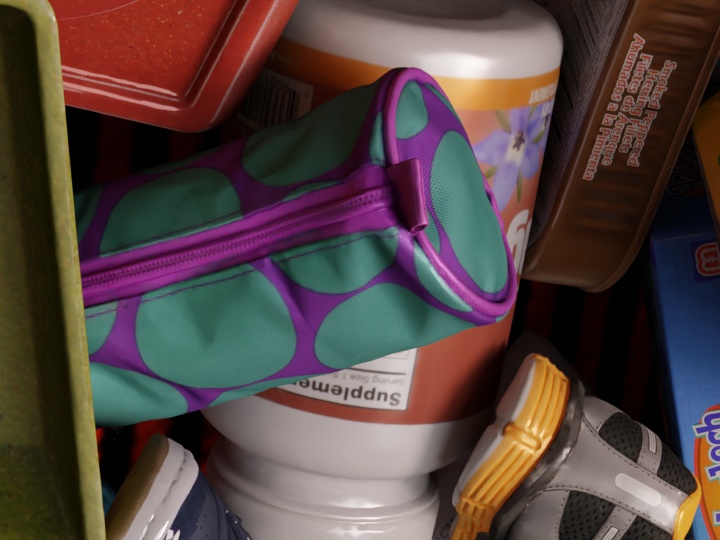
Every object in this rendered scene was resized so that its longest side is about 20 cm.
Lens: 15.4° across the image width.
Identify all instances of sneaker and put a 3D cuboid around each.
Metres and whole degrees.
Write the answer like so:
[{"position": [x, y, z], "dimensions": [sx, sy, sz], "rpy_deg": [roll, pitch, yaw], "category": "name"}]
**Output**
[{"position": [0.077, 0.089, 0.970], "dimensions": [0.079, 0.077, 0.200], "rpy_deg": [-63, 172, -7], "category": "sneaker"}, {"position": [-0.040, 0.123, 0.886], "dimensions": [0.070, 0.108, 0.200], "rpy_deg": [-60, 175, -23], "category": "sneaker"}]

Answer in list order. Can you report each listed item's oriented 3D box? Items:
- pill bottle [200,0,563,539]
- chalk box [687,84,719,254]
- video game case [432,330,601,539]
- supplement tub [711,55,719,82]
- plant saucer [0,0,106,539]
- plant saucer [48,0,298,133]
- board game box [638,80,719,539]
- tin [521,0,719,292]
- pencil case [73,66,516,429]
[{"position": [0.000, 0.000, 0.928], "dimensions": [0.112, 0.112, 0.201], "rpy_deg": [-4, 113, -35], "category": "pill bottle"}, {"position": [0.229, -0.007, 0.890], "dimensions": [0.199, 0.125, 0.124], "rpy_deg": [21, 136, -35], "category": "chalk box"}, {"position": [0.065, 0.150, 1.103], "dimensions": [0.182, 0.022, 0.200], "rpy_deg": [-49, 131, -8], "category": "video game case"}, {"position": [0.198, -0.153, 0.978], "dimensions": [0.144, 0.144, 0.201], "rpy_deg": [21, 94, -41], "category": "supplement tub"}, {"position": [-0.169, -0.008, 0.776], "dimensions": [0.048, 0.199, 0.201], "rpy_deg": [-68, 160, -56], "category": "plant saucer"}, {"position": [-0.090, -0.120, 0.763], "dimensions": [0.199, 0.037, 0.200], "rpy_deg": [12, 135, -22], "category": "plant saucer"}, {"position": [0.137, 0.048, 1.013], "dimensions": [0.045, 0.152, 0.201], "rpy_deg": [-9, 112, 4], "category": "board game box"}, {"position": [0.087, -0.085, 0.928], "dimensions": [0.042, 0.112, 0.201], "rpy_deg": [10, 124, -12], "category": "tin"}, {"position": [-0.055, 0.003, 0.836], "dimensions": [0.092, 0.199, 0.086], "rpy_deg": [10, 64, -68], "category": "pencil case"}]
